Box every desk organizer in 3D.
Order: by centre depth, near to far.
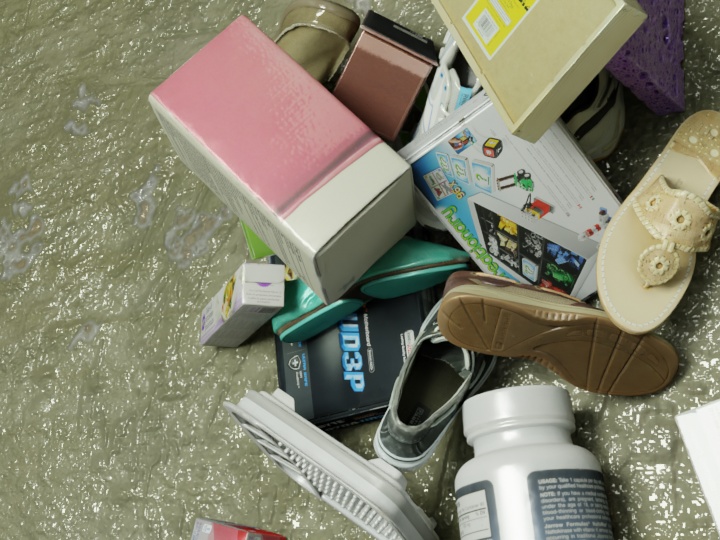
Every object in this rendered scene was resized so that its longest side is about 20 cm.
[{"bbox_3d":[0.020,-0.181,1.067,0.072,0.200,0.077,26,106,-5],"label":"desk organizer"}]

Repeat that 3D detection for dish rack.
[{"bbox_3d":[-0.015,0.176,1.009,0.200,0.172,0.044,30,71,34],"label":"dish rack"}]

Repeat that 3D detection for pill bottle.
[{"bbox_3d":[0.138,0.199,0.929,0.119,0.120,0.200,-16,68,26],"label":"pill bottle"}]

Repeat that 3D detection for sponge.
[{"bbox_3d":[0.217,-0.215,0.960,0.030,0.200,0.112,-6,72,35],"label":"sponge"}]

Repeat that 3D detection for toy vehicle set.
[{"bbox_3d":[0.123,-0.208,0.891,0.124,0.026,0.200,-49,46,29],"label":"toy vehicle set"}]

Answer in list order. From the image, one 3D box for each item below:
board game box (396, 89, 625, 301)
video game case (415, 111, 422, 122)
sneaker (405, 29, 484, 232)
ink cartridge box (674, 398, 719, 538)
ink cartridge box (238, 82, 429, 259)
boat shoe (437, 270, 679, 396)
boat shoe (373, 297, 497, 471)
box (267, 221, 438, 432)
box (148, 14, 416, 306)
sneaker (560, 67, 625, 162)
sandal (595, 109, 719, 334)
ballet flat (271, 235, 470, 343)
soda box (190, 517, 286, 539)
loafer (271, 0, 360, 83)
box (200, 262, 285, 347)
[{"bbox_3d":[0.138,-0.055,0.972,0.126,0.200,0.035,-34,24,17],"label":"board game box"},{"bbox_3d":[0.123,-0.159,1.043,0.200,0.019,0.143,-53,40,36],"label":"video game case"},{"bbox_3d":[0.079,-0.130,0.989,0.075,0.087,0.200,12,96,4],"label":"sneaker"},{"bbox_3d":[0.349,0.168,0.857,0.173,0.044,0.200,-26,64,23],"label":"ink cartridge box"},{"bbox_3d":[-0.019,-0.100,1.113,0.200,0.076,0.148,-13,34,1],"label":"ink cartridge box"},{"bbox_3d":[0.163,0.044,0.965,0.200,0.072,0.072,13,121,0],"label":"boat shoe"},{"bbox_3d":[0.076,0.079,0.986,0.072,0.071,0.200,25,52,4],"label":"boat shoe"},{"bbox_3d":[-0.005,0.043,1.106,0.159,0.046,0.200,-16,67,26],"label":"box"},{"bbox_3d":[-0.061,-0.089,0.970,0.109,0.128,0.200,-43,73,-10],"label":"box"},{"bbox_3d":[0.201,-0.199,1.033,0.076,0.088,0.200,-4,72,31],"label":"sneaker"},{"bbox_3d":[0.249,-0.054,0.924,0.078,0.070,0.212,28,67,8],"label":"sandal"},{"bbox_3d":[0.000,0.000,1.046,0.200,0.067,0.070,-23,71,24],"label":"ballet flat"},{"bbox_3d":[-0.133,0.334,1.079,0.063,0.070,0.200,7,79,31],"label":"soda box"},{"bbox_3d":[-0.059,-0.205,1.159,0.200,0.076,0.068,150,133,-65],"label":"loafer"},{"bbox_3d":[-0.113,0.035,1.104,0.200,0.041,0.039,140,133,-68],"label":"box"}]
